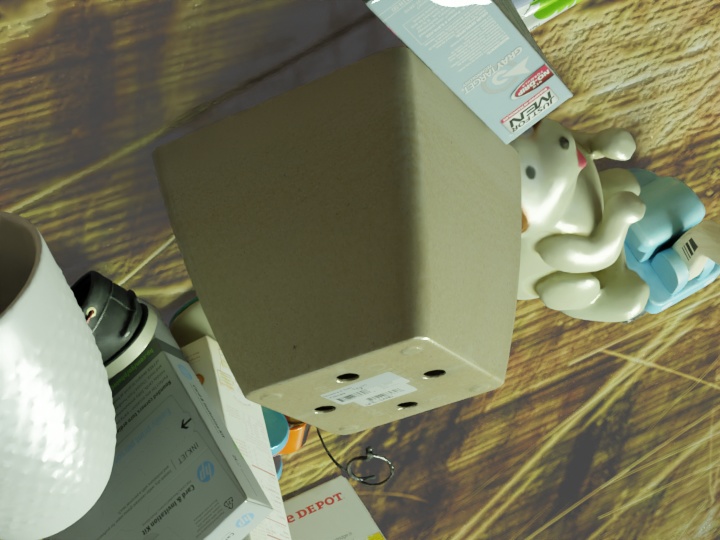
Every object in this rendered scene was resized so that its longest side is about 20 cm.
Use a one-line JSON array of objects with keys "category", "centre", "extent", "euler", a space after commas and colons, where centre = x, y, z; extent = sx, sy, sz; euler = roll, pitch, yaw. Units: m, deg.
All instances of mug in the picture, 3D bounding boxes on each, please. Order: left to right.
[{"category": "mug", "centre": [-0.252, 0.077, 0.871], "extent": [0.148, 0.198, 0.177], "euler": [-64, 144, -42]}]

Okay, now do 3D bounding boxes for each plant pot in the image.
[{"category": "plant pot", "centre": [0.000, 0.000, 0.935], "extent": [0.198, 0.179, 0.200], "euler": [-19, 155, 23]}]

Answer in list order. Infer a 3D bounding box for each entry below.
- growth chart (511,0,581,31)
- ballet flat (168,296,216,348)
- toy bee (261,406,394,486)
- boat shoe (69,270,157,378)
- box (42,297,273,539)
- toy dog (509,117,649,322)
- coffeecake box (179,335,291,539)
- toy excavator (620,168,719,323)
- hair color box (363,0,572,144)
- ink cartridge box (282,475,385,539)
[{"category": "growth chart", "centre": [0.120, -0.238, 0.963], "extent": [0.144, 0.018, 0.200], "euler": [-34, 147, -3]}, {"category": "ballet flat", "centre": [-0.053, 0.028, 1.089], "extent": [0.198, 0.070, 0.070], "euler": [-25, 146, -18]}, {"category": "toy bee", "centre": [-0.084, 0.133, 1.183], "extent": [0.198, 0.110, 0.131], "euler": [19, 131, -25]}, {"category": "boat shoe", "centre": [-0.235, 0.076, 0.981], "extent": [0.201, 0.074, 0.063], "euler": [-39, 121, 17]}, {"category": "box", "centre": [-0.169, 0.141, 0.993], "extent": [0.156, 0.201, 0.041], "euler": [-43, 145, 10]}, {"category": "toy dog", "centre": [0.139, -0.060, 1.123], "extent": [0.191, 0.141, 0.200], "euler": [0, 157, 22]}, {"category": "coffeecake box", "centre": [-0.141, 0.176, 1.033], "extent": [0.152, 0.202, 0.073], "euler": [-25, 151, 17]}, {"category": "toy excavator", "centre": [0.278, -0.021, 1.208], "extent": [0.099, 0.196, 0.200], "euler": [-27, 161, -12]}, {"category": "hair color box", "centre": [0.056, -0.172, 0.891], "extent": [0.060, 0.100, 0.200], "euler": [-36, 146, 15]}, {"category": "ink cartridge box", "centre": [-0.038, 0.343, 1.382], "extent": [0.146, 0.201, 0.145], "euler": [-19, 146, -26]}]
